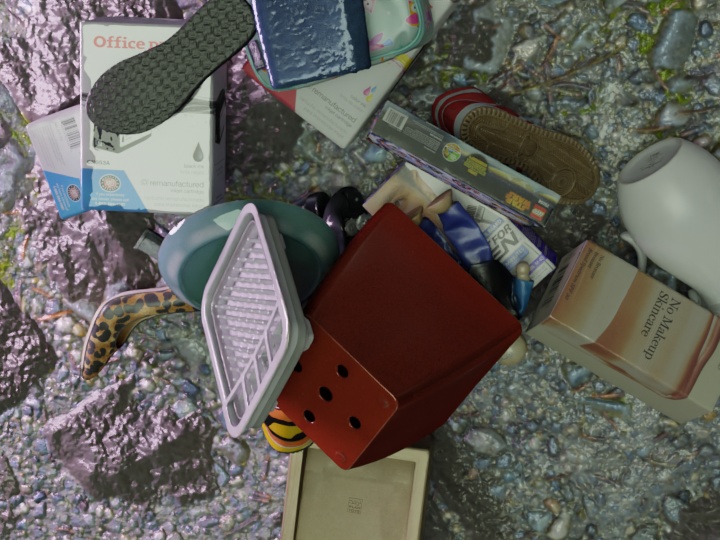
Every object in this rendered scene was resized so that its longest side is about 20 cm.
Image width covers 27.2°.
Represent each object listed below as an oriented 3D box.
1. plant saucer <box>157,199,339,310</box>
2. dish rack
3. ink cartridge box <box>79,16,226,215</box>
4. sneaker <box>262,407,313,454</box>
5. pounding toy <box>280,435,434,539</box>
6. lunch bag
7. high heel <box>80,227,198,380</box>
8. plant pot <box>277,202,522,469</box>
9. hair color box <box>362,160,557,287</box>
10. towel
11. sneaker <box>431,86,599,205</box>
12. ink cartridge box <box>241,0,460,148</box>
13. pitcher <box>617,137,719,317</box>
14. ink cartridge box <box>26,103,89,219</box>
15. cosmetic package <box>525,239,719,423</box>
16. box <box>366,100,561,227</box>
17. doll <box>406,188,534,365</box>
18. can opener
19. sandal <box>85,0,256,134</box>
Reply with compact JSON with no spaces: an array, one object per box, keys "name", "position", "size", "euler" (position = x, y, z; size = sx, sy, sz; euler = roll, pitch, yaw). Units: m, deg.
[{"name":"plant saucer","position":[-0.121,-0.004,1.621],"size":[0.199,0.028,0.200],"euler":[-5,144,-3]},{"name":"dish rack","position":[-0.103,0.051,1.506],"size":[0.043,0.200,0.172],"euler":[5,134,-27]},{"name":"ink cartridge box","position":[-0.220,-0.166,1.586],"size":[0.144,0.084,0.201],"euler":[3,102,5]},{"name":"sneaker","position":[-0.107,0.107,1.662],"size":[0.070,0.200,0.090],"euler":[-21,142,-20]},{"name":"pounding toy","position":[-0.017,0.283,1.725],"size":[0.183,0.142,0.201],"euler":[7,94,6]},{"name":"lunch bag","position":[-0.037,-0.278,1.518],"size":[0.199,0.077,0.161],"euler":[-15,98,14]},{"name":"high heel","position":[-0.232,0.069,1.722],"size":[0.142,0.071,0.200],"euler":[31,101,1]},{"name":"plant pot","position":[0.011,0.087,1.559],"size":[0.200,0.176,0.200],"euler":[44,134,9]},{"name":"hair color box","position":[0.111,-0.044,1.648],"size":[0.200,0.065,0.109],"euler":[45,106,-2]},{"name":"towel","position":[-0.055,-0.284,1.457],"size":[0.111,0.049,0.201],"euler":[-9,94,15]},{"name":"sneaker","position":[0.166,-0.140,1.620],"size":[0.200,0.112,0.071],"euler":[26,98,-31]},{"name":"ink cartridge box","position":[-0.011,-0.255,1.603],"size":[0.147,0.086,0.200],"euler":[37,107,-1]},{"name":"pitcher","position":[0.341,-0.029,1.599],"size":[0.171,0.121,0.200],"euler":[-27,110,29]},{"name":"ink cartridge box","position":[-0.258,-0.146,1.673],"size":[0.199,0.068,0.116],"euler":[-17,101,11]},{"name":"cosmetic package","position":[0.290,0.066,1.573],"size":[0.200,0.087,0.104],"euler":[29,73,-4]},{"name":"box","position":[0.102,-0.107,1.533],"size":[0.200,0.137,0.040],"euler":[29,91,-2]},{"name":"doll","position":[0.117,0.016,1.605],"size":[0.136,0.048,0.200],"euler":[-29,101,24]},{"name":"can opener","position":[0.000,0.000,1.685],"size":[0.063,0.079,0.201],"euler":[-26,105,-25]},{"name":"sandal","position":[-0.187,-0.204,1.510],"size":[0.200,0.048,0.075],"euler":[-34,94,5]}]
